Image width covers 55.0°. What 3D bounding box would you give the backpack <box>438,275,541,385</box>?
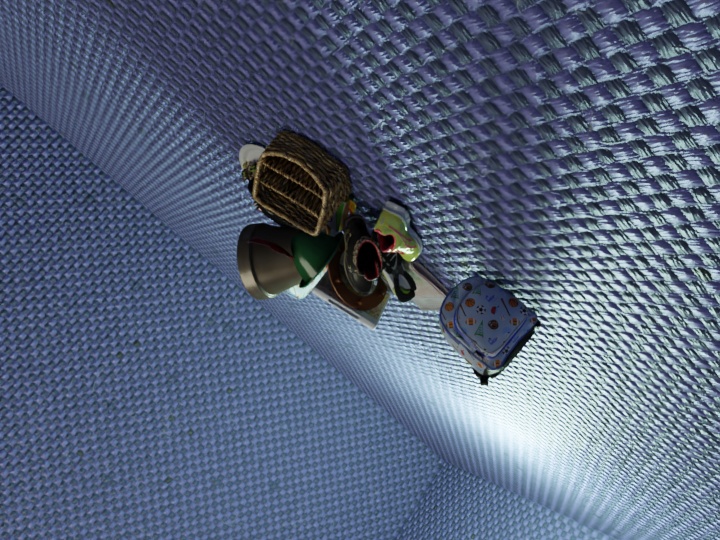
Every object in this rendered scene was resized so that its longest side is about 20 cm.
[{"bbox_3d":[0.265,0.111,1.501,0.190,0.200,0.154,37,161,26],"label":"backpack"}]

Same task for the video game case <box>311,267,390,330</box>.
[{"bbox_3d":[-0.018,0.059,1.788,0.181,0.023,0.200,32,-156,1],"label":"video game case"}]

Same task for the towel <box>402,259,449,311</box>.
[{"bbox_3d":[0.150,0.041,1.808,0.191,0.032,0.200,43,162,-17],"label":"towel"}]

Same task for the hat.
[{"bbox_3d":[-0.154,-0.073,1.607,0.176,0.166,0.200,37,169,-12],"label":"hat"}]

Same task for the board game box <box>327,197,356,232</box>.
[{"bbox_3d":[-0.100,-0.174,1.658,0.200,0.030,0.096,35,137,16],"label":"board game box"}]

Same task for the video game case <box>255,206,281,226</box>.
[{"bbox_3d":[-0.186,-0.135,1.909,0.200,0.017,0.143,38,-160,-2],"label":"video game case"}]

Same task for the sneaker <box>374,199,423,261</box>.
[{"bbox_3d":[0.076,-0.070,1.550,0.078,0.090,0.200,24,161,33],"label":"sneaker"}]

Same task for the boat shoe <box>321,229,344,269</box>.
[{"bbox_3d":[-0.068,-0.052,1.850,0.200,0.073,0.062,39,160,18],"label":"boat shoe"}]

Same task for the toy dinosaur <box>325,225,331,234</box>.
[{"bbox_3d":[-0.108,-0.137,1.736,0.106,0.061,0.200,43,152,-13],"label":"toy dinosaur"}]

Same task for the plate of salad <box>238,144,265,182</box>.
[{"bbox_3d":[-0.243,-0.236,1.783,0.199,0.048,0.200,30,150,19],"label":"plate of salad"}]

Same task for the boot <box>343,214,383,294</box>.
[{"bbox_3d":[0.008,-0.015,1.600,0.151,0.073,0.201,-119,23,-65],"label":"boot"}]

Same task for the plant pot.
[{"bbox_3d":[-0.195,-0.035,1.787,0.173,0.201,0.200,-9,143,21],"label":"plant pot"}]

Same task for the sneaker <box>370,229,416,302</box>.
[{"bbox_3d":[0.066,-0.014,1.706,0.081,0.074,0.201,22,138,59],"label":"sneaker"}]

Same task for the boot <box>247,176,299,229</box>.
[{"bbox_3d":[-0.185,-0.146,1.693,0.198,0.074,0.163,34,170,15],"label":"boot"}]

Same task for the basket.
[{"bbox_3d":[-0.140,-0.198,1.543,0.200,0.149,0.143,33,164,17],"label":"basket"}]

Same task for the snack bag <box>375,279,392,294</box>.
[{"bbox_3d":[0.000,-0.031,1.897,0.188,0.021,0.200,28,156,56],"label":"snack bag"}]

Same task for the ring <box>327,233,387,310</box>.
[{"bbox_3d":[0.000,0.000,1.733,0.200,0.201,0.019,44,142,-24],"label":"ring"}]

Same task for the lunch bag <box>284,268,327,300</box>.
[{"bbox_3d":[-0.165,-0.016,2.020,0.075,0.201,0.160,31,176,25],"label":"lunch bag"}]
